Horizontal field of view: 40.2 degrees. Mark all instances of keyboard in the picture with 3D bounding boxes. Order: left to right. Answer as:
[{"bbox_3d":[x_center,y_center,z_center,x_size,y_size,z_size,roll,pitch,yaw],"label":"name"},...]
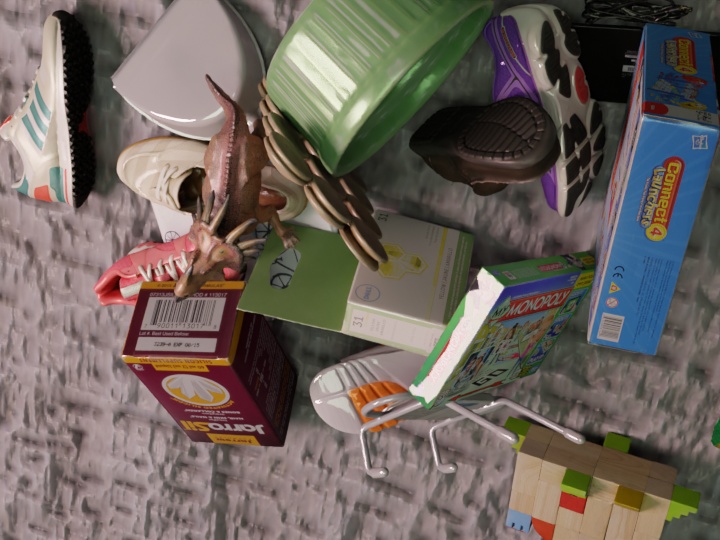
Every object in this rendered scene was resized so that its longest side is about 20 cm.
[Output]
[{"bbox_3d":[0.251,-0.198,0.865,0.198,0.040,0.105,7,135,11],"label":"keyboard"}]

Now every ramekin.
[{"bbox_3d":[0.012,-0.185,0.839,0.098,0.200,0.200,44,114,4],"label":"ramekin"}]

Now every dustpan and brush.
[{"bbox_3d":[-0.127,-0.163,0.953,0.200,0.057,0.140,45,99,14],"label":"dustpan and brush"}]

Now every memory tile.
[{"bbox_3d":[-0.036,-0.089,0.872,0.017,0.200,0.153,-38,116,12],"label":"memory tile"}]

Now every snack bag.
[{"bbox_3d":[-0.113,-0.035,1.020,0.198,0.021,0.190,-8,107,17],"label":"snack bag"}]

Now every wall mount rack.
[{"bbox_3d":[0.102,0.149,0.929,0.173,0.199,0.075,-26,67,36],"label":"wall mount rack"}]

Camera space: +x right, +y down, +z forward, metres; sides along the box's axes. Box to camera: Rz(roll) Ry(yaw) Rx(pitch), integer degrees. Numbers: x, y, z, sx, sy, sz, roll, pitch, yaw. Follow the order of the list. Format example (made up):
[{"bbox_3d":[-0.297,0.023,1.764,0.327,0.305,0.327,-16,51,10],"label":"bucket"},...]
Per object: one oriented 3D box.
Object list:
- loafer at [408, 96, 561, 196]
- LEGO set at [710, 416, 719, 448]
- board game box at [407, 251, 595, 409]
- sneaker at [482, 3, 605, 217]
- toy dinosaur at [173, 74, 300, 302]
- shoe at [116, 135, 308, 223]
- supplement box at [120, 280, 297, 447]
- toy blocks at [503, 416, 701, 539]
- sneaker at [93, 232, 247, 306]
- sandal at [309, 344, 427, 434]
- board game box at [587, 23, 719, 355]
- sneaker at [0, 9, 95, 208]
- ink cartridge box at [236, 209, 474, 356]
[{"bbox_3d":[0.118,-0.104,0.862,0.073,0.200,0.071,-46,114,-7],"label":"loafer"},{"bbox_3d":[0.409,0.148,0.871,0.115,0.200,0.155,25,94,2],"label":"LEGO set"},{"bbox_3d":[0.137,0.050,0.893,0.029,0.199,0.135,42,118,26],"label":"board game box"},{"bbox_3d":[0.163,-0.143,0.882,0.083,0.081,0.201,7,128,43],"label":"sneaker"},{"bbox_3d":[-0.114,-0.077,0.871,0.085,0.136,0.202,-1,95,12],"label":"toy dinosaur"},{"bbox_3d":[-0.151,-0.088,0.970,0.198,0.053,0.070,11,110,8],"label":"shoe"},{"bbox_3d":[-0.144,0.098,0.988,0.109,0.086,0.200,0,147,14],"label":"supplement box"},{"bbox_3d":[0.230,0.246,1.003,0.199,0.100,0.138,16,123,19],"label":"toy blocks"},{"bbox_3d":[-0.193,0.008,0.986,0.199,0.087,0.074,-13,105,43],"label":"sneaker"},{"bbox_3d":[0.050,0.108,1.014,0.205,0.059,0.080,-16,102,-3],"label":"sandal"},{"bbox_3d":[0.236,-0.070,0.800,0.055,0.196,0.201,11,125,10],"label":"board game box"},{"bbox_3d":[-0.326,-0.163,1.000,0.093,0.070,0.201,6,114,6],"label":"sneaker"},{"bbox_3d":[0.000,0.000,0.924,0.199,0.146,0.048,15,130,2],"label":"ink cartridge box"}]
